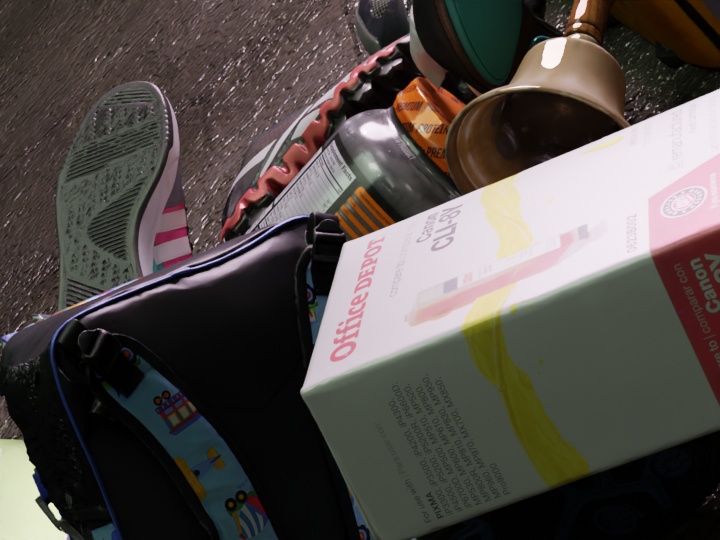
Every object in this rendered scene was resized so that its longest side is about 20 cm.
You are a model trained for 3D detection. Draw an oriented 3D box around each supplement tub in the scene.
[{"bbox_3d":[0.000,0.000,1.137,0.200,0.122,0.123,-47,22,14],"label":"supplement tub"}]

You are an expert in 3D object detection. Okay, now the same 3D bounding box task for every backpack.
[{"bbox_3d":[-0.063,0.095,1.008,0.182,0.202,0.134,-25,5,-32],"label":"backpack"}]

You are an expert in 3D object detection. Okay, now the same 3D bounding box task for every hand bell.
[{"bbox_3d":[0.117,-0.122,1.080,0.104,0.104,0.201,-27,32,42],"label":"hand bell"}]

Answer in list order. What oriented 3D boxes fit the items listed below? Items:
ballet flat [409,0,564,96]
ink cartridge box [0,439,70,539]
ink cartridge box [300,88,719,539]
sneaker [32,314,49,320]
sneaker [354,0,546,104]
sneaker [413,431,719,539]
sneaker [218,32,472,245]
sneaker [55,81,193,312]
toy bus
[{"bbox_3d":[0.068,-0.117,1.124,0.068,0.200,0.069,0,66,37],"label":"ballet flat"},{"bbox_3d":[-0.201,0.140,1.214,0.148,0.075,0.202,-93,7,-59],"label":"ink cartridge box"},{"bbox_3d":[0.085,0.016,0.853,0.199,0.084,0.145,-23,20,17],"label":"ink cartridge box"},{"bbox_3d":[-0.165,0.055,1.352,0.200,0.107,0.071,-139,55,-75],"label":"sneaker"},{"bbox_3d":[0.058,-0.170,1.296,0.076,0.115,0.199,-8,22,-21],"label":"sneaker"},{"bbox_3d":[0.083,0.083,0.924,0.199,0.076,0.077,-28,33,38],"label":"sneaker"},{"bbox_3d":[-0.014,-0.074,1.239,0.201,0.071,0.098,-47,24,8],"label":"sneaker"},{"bbox_3d":[-0.119,0.000,1.231,0.083,0.121,0.202,-7,62,18],"label":"sneaker"},{"bbox_3d":[0.168,-0.175,1.195,0.078,0.065,0.200,-47,22,5],"label":"toy bus"}]
